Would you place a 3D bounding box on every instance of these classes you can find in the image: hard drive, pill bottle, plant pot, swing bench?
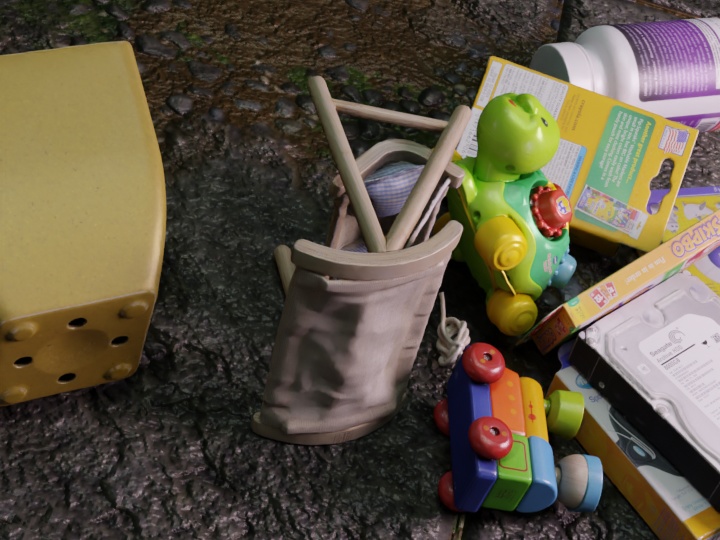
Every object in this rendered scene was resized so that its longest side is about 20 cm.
[{"bbox_3d":[0.280,0.098,1.184,0.139,0.038,0.200,-25,58,-31],"label":"hard drive"},{"bbox_3d":[0.267,-0.184,1.453,0.198,0.112,0.112,-7,50,-23],"label":"pill bottle"},{"bbox_3d":[-0.239,-0.020,1.100,0.192,0.196,0.201,-12,58,-26],"label":"plant pot"},{"bbox_3d":[0.000,0.000,1.137,0.128,0.200,0.201,10,46,-7],"label":"swing bench"}]

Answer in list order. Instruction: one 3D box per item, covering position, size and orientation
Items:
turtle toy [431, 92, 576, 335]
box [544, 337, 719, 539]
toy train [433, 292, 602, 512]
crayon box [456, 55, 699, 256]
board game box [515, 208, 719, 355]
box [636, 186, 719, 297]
[{"bbox_3d":[0.122,-0.054,1.230,0.100,0.201,0.146,-23,44,-10],"label":"turtle toy"},{"bbox_3d":[0.240,0.128,1.201,0.118,0.042,0.200,-19,53,-30],"label":"box"},{"bbox_3d":[0.121,0.099,1.165,0.115,0.085,0.201,12,45,-13],"label":"toy train"},{"bbox_3d":[0.187,-0.097,1.344,0.198,0.052,0.127,20,78,7],"label":"crayon box"},{"bbox_3d":[0.222,0.010,1.236,0.199,0.096,0.030,-27,79,-16],"label":"board game box"},{"bbox_3d":[0.323,0.011,1.331,0.116,0.049,0.201,-4,50,-19],"label":"box"}]
